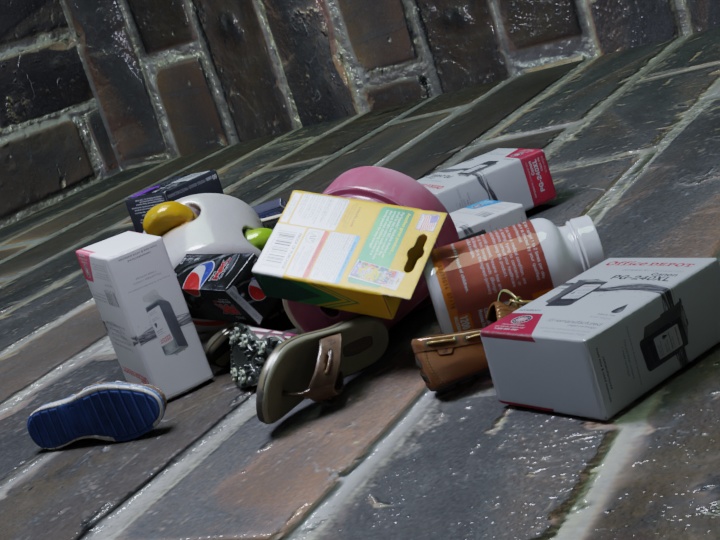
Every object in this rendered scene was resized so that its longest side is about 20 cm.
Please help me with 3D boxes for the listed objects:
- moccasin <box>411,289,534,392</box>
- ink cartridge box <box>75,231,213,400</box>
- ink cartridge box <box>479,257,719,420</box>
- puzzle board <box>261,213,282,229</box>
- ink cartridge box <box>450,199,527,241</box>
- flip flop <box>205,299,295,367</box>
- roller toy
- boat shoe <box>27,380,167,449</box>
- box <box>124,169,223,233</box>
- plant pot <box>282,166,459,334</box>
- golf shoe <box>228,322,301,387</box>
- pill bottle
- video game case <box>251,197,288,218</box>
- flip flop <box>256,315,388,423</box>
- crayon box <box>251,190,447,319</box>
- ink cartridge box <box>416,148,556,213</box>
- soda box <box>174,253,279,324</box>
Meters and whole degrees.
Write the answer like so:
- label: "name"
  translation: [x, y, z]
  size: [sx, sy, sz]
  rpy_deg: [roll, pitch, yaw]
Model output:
- label: "moccasin"
  translation: [0.151, 0.061, 1.308]
  size: [0.201, 0.078, 0.074]
  rpy_deg: [-20, -2, -1]
- label: "ink cartridge box"
  translation: [-0.280, 0.057, 1.615]
  size: [0.085, 0.200, 0.146]
  rpy_deg: [-23, 15, -24]
- label: "ink cartridge box"
  translation: [0.240, 0.058, 1.203]
  size: [0.200, 0.083, 0.145]
  rpy_deg: [-27, 16, -33]
- label: "puzzle board"
  translation: [-0.142, -0.027, 1.908]
  size: [0.200, 0.151, 0.017]
  rpy_deg: [-14, 47, 9]
- label: "ink cartridge box"
  translation: [0.125, -0.033, 1.743]
  size: [0.200, 0.067, 0.116]
  rpy_deg: [-22, 14, -18]
- label: "flip flop"
  translation: [-0.124, 0.054, 1.644]
  size: [0.200, 0.081, 0.058]
  rpy_deg: [-35, 47, -14]
- label: "roller toy"
  translation: [-0.223, -0.015, 1.796]
  size: [0.200, 0.182, 0.140]
  rpy_deg: [2, 46, -23]
- label: "boat shoe"
  translation: [-0.310, 0.163, 1.507]
  size: [0.200, 0.072, 0.072]
  rpy_deg: [-11, 14, 27]
- label: "box"
  translation: [-0.276, -0.047, 2.020]
  size: [0.106, 0.200, 0.122]
  rpy_deg: [-5, 18, 42]
- label: "plant pot"
  translation: [0.000, 0.000, 1.554]
  size: [0.200, 0.200, 0.179]
  rpy_deg: [-6, 33, 40]
- label: "golf shoe"
  translation: [-0.102, 0.107, 1.511]
  size: [0.088, 0.077, 0.200]
  rpy_deg: [1, 5, -26]
- label: "pill bottle"
  translation: [0.177, 0.005, 1.433]
  size: [0.200, 0.112, 0.112]
  rpy_deg: [-17, 14, 4]
- label: "video game case"
  translation: [-0.122, -0.056, 1.973]
  size: [0.143, 0.019, 0.200]
  rpy_deg: [-16, -27, 31]
- label: "flip flop"
  translation: [-0.035, 0.108, 1.375]
  size: [0.200, 0.081, 0.058]
  rpy_deg: [-22, 33, -39]
- label: "crayon box"
  translation: [-0.007, -0.017, 1.426]
  size: [0.200, 0.052, 0.126]
  rpy_deg: [10, 57, 25]
- label: "ink cartridge box"
  translation: [0.179, -0.120, 1.950]
  size: [0.200, 0.083, 0.145]
  rpy_deg: [-22, 14, -20]
- label: "soda box"
  translation: [-0.180, 0.022, 1.605]
  size: [0.063, 0.071, 0.200]
  rpy_deg: [-54, 26, -21]
